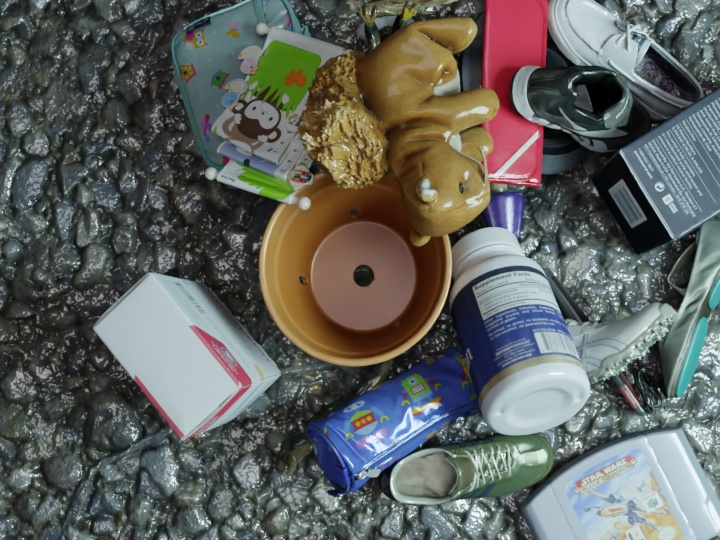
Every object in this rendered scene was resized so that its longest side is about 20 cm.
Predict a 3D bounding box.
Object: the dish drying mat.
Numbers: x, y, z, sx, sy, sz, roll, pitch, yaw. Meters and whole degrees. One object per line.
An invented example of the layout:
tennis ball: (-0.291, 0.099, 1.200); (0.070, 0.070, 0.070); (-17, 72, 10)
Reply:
dish drying mat: (0.162, -0.192, 0.926); (0.075, 0.018, 0.205); (3, 89, -18)

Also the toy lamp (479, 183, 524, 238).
toy lamp: (0.152, -0.134, 0.994); (0.057, 0.058, 0.205); (-5, 84, 4)

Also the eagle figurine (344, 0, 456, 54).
eagle figurine: (0.033, -0.203, 0.992); (0.150, 0.149, 0.204); (19, 122, 44)

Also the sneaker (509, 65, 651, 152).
sneaker: (0.252, -0.167, 0.915); (0.197, 0.090, 0.068); (11, 88, -35)

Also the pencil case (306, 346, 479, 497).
pencil case: (0.040, 0.157, 0.930); (0.198, 0.079, 0.087); (-27, 41, -21)

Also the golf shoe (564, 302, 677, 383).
golf shoe: (0.235, 0.079, 0.938); (0.199, 0.078, 0.098); (-39, 69, 21)

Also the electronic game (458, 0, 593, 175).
electronic game: (0.197, -0.207, 0.976); (0.196, 0.041, 0.205); (1, 87, -21)

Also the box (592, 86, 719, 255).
box: (0.365, -0.118, 0.928); (0.198, 0.148, 0.108); (-32, 83, 2)

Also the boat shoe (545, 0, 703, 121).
boat shoe: (0.288, -0.234, 0.954); (0.199, 0.068, 0.072); (41, 74, -13)

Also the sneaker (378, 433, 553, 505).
sneaker: (0.114, 0.218, 0.946); (0.196, 0.090, 0.069); (-9, 83, 3)

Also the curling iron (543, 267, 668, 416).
curling iron: (0.268, 0.078, 0.982); (0.049, 0.026, 0.201); (-36, 77, -21)

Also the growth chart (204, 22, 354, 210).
growth chart: (-0.088, -0.166, 0.924); (0.142, 0.018, 0.203); (12, 72, 18)

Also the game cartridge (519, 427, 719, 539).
game cartridge: (0.281, 0.258, 0.957); (0.197, 0.042, 0.135); (-27, 87, 2)

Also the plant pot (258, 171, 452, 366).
plant pot: (0.000, 0.000, 0.951); (0.196, 0.140, 0.205); (0, 85, 5)

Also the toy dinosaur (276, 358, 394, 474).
toy dinosaur: (-0.007, 0.173, 0.985); (0.200, 0.047, 0.088); (-43, 76, -4)

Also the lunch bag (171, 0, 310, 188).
lunch bag: (-0.121, -0.210, 1.000); (0.158, 0.077, 0.203); (-21, 74, 7)

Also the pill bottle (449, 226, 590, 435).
pill bottle: (0.154, 0.056, 0.913); (0.109, 0.112, 0.203); (-16, 51, 3)

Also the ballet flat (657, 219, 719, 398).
ballet flat: (0.359, 0.039, 0.965); (0.063, 0.067, 0.203); (22, 86, 34)

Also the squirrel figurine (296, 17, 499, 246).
squirrel figurine: (0.036, -0.120, 0.838); (0.196, 0.142, 0.190); (-3, 68, -8)

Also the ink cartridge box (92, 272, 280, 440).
ink cartridge box: (-0.174, 0.087, 0.927); (0.085, 0.200, 0.148); (-42, 83, 0)
